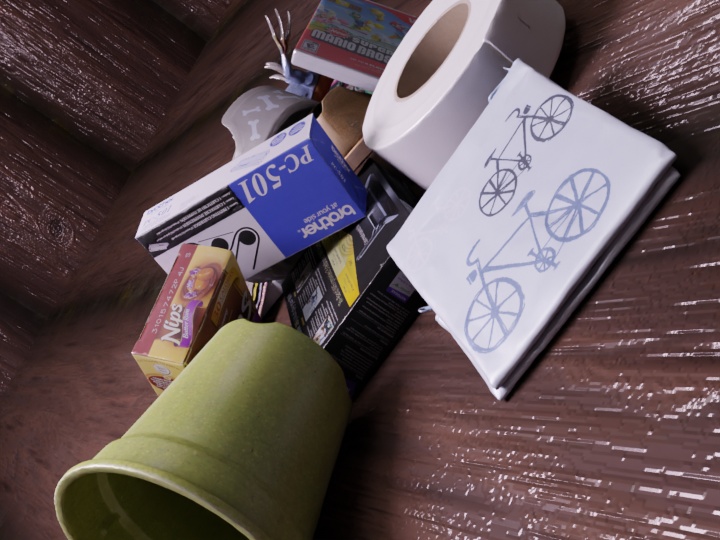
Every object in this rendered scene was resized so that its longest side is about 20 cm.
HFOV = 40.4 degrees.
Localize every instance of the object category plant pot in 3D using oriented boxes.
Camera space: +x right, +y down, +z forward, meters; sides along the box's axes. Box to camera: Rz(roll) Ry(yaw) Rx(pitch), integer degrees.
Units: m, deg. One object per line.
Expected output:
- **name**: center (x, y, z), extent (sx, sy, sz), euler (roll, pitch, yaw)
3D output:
- **plant pot**: center (-0.095, 0.146, 0.739), extent (0.200, 0.200, 0.185), euler (-35, 17, 44)

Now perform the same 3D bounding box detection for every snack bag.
- **snack bag**: center (0.106, -0.038, 0.686), extent (0.190, 0.021, 0.200), euler (-55, 35, 11)

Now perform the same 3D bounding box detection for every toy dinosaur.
- **toy dinosaur**: center (-0.066, -0.193, 1.119), extent (0.179, 0.203, 0.105), euler (-28, 10, -3)

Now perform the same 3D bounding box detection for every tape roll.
- **tape roll**: center (0.088, -0.174, 0.862), extent (0.203, 0.070, 0.204), euler (-47, 23, 26)

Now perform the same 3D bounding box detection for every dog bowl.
- **dog bowl**: center (-0.076, -0.086, 1.006), extent (0.058, 0.201, 0.203), euler (7, 60, 30)

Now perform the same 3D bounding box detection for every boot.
- **boot**: center (0.006, -0.168, 1.010), extent (0.074, 0.075, 0.200), euler (-46, 3, 29)

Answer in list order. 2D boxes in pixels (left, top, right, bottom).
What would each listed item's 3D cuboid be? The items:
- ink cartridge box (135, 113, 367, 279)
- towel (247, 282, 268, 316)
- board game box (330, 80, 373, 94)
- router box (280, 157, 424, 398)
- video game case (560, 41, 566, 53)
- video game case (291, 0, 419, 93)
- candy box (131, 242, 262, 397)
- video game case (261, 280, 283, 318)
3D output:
- **ink cartridge box**: center (-0.100, -0.051, 0.892), extent (0.197, 0.094, 0.045), euler (-26, 32, 21)
- **towel**: center (-0.166, 0.094, 1.123), extent (0.142, 0.023, 0.204), euler (-24, 45, 47)
- **board game box**: center (-0.051, -0.184, 1.207), extent (0.199, 0.064, 0.148), euler (-40, 24, 18)
- **router box**: center (0.000, 0.000, 0.884), extent (0.158, 0.052, 0.201), euler (-54, 21, 12)
- **video game case**: center (0.114, -0.179, 0.932), extent (0.144, 0.019, 0.201), euler (-53, 22, 14)
- **video game case**: center (0.012, -0.245, 1.057), extent (0.201, 0.140, 0.018), euler (-75, 4, -55)
- **candy box**: center (-0.134, 0.084, 0.898), extent (0.055, 0.202, 0.118), euler (8, 56, 18)
- **video game case**: center (-0.160, 0.047, 1.226), extent (0.201, 0.022, 0.183), euler (-51, 22, 18)
